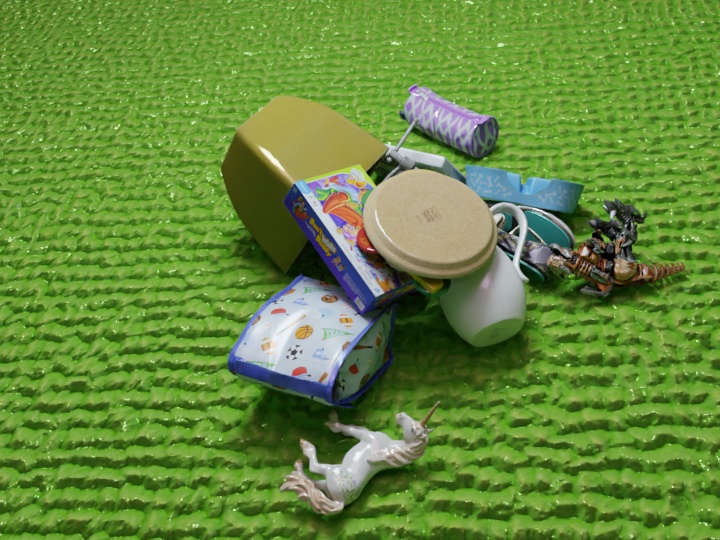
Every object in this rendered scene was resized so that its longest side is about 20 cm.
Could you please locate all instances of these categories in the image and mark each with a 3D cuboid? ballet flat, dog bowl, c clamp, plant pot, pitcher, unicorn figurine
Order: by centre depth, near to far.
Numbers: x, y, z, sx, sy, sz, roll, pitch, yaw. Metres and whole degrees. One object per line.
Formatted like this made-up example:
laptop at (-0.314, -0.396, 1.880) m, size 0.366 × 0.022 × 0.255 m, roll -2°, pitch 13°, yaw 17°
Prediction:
unicorn figurine at (0.001, 0.233, 1.130) m, size 0.136 × 0.074 × 0.201 m, roll 25°, pitch 67°, yaw 33°
pitcher at (0.187, -0.003, 1.291) m, size 0.169 × 0.122 × 0.202 m, roll -14°, pitch 63°, yaw -9°
c clamp at (0.106, -0.108, 1.369) m, size 0.200 × 0.027 × 0.171 m, roll 41°, pitch 83°, yaw -1°
ballet flat at (0.226, -0.049, 1.397) m, size 0.199 × 0.073 × 0.072 m, roll 29°, pitch 53°, yaw 30°
plant pot at (-0.110, -0.160, 1.432) m, size 0.200 × 0.196 × 0.194 m, roll 42°, pitch 54°, yaw 1°
ballet flat at (0.264, -0.079, 1.440) m, size 0.198 × 0.070 × 0.070 m, roll 18°, pitch 47°, yaw 29°
dog bowl at (0.266, -0.132, 1.455) m, size 0.197 × 0.050 × 0.111 m, roll 10°, pitch 6°, yaw 2°

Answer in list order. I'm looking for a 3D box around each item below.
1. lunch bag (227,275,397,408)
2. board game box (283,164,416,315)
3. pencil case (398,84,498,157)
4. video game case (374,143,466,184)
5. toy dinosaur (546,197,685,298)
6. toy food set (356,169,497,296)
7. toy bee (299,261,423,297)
lunch bag at (-0.064, 0.109, 1.218) m, size 0.168 × 0.126 × 0.200 m, roll 12°, pitch 26°, yaw 23°
board game box at (0.000, -0.049, 1.251) m, size 0.133 × 0.045 × 0.201 m, roll -21°, pitch 69°, yaw -43°
pencil case at (0.168, -0.284, 1.668) m, size 0.084 × 0.086 × 0.199 m, roll -36°, pitch 48°, yaw -26°
video game case at (0.081, -0.176, 1.512) m, size 0.197 × 0.182 × 0.023 m, roll 17°, pitch 87°, yaw 26°
toy dinosaur at (0.380, -0.020, 1.335) m, size 0.197 × 0.102 × 0.138 m, roll 16°, pitch 69°, yaw -22°
toy food set at (0.092, -0.061, 1.227) m, size 0.197 × 0.049 × 0.200 m, roll -33°, pitch 64°, yaw -32°
toy bee at (0.000, 0.000, 1.353) m, size 0.197 × 0.109 × 0.133 m, roll -14°, pitch 59°, yaw 0°
